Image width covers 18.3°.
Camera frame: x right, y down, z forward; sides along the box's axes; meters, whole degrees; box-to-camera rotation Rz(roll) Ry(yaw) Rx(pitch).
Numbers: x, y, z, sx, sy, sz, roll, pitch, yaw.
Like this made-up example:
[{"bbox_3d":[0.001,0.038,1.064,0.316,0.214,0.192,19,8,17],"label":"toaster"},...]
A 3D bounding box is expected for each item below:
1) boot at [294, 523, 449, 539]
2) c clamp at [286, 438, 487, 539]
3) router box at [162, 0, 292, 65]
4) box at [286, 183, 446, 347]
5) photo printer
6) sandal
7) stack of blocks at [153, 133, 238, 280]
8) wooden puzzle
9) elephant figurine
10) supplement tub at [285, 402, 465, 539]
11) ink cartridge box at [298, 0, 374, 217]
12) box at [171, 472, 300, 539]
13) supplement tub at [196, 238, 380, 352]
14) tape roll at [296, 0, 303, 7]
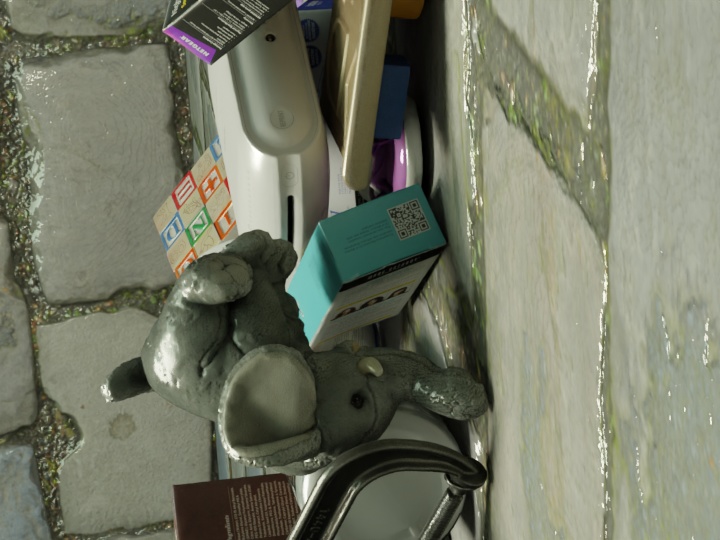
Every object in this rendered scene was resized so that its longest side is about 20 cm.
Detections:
[{"bbox_3d":[0.010,0.284,1.682,0.068,0.130,0.201,109,153,-73],"label":"boot"},{"bbox_3d":[0.025,0.181,1.533,0.027,0.170,0.201,-109,28,-42],"label":"c clamp"},{"bbox_3d":[-0.062,-0.259,1.583,0.149,0.051,0.201,-34,33,36],"label":"router box"},{"bbox_3d":[0.000,0.000,1.644,0.200,0.082,0.049,120,128,-72],"label":"box"},{"bbox_3d":[-0.069,-0.109,1.671,0.167,0.069,0.201,94,165,-57],"label":"photo printer"},{"bbox_3d":[0.011,-0.083,1.669,0.203,0.050,0.083,179,84,-82],"label":"sandal"},{"bbox_3d":[-0.087,-0.077,1.928,0.200,0.058,0.115,-51,35,17],"label":"stack of blocks"},{"bbox_3d":[0.010,-0.173,1.569,0.200,0.046,0.186,-104,20,-67],"label":"wooden puzzle"},{"bbox_3d":[-0.044,0.081,1.502,0.200,0.141,0.155,48,133,19],"label":"elephant figurine"},{"bbox_3d":[0.002,0.131,1.654,0.200,0.122,0.123,-128,33,-73],"label":"supplement tub"},{"bbox_3d":[-0.020,-0.116,1.801,0.094,0.044,0.201,-56,-38,-74],"label":"ink cartridge box"},{"bbox_3d":[-0.049,0.216,1.797,0.100,0.199,0.075,93,168,-49],"label":"box"},{"bbox_3d":[-0.066,0.054,1.845,0.200,0.131,0.133,41,-141,-72],"label":"supplement tub"},{"bbox_3d":[-0.077,-0.272,1.877,0.200,0.065,0.201,-168,90,-81],"label":"tape roll"}]
